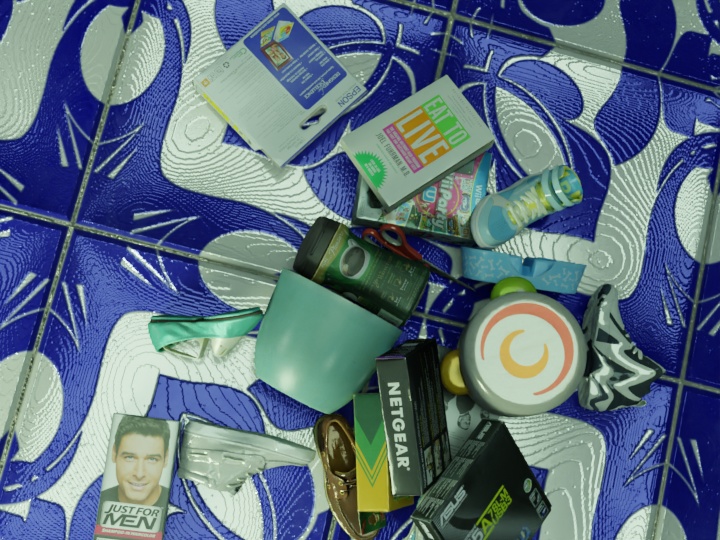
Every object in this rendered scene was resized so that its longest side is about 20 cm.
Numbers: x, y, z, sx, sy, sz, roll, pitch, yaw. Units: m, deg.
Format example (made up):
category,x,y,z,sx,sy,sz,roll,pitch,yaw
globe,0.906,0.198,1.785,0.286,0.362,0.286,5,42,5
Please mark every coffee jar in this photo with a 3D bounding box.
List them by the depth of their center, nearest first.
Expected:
category,x,y,z,sx,sy,sz,roll,pitch,yaw
coffee jar,0.000,0.000,1.705,0.200,0.085,0.104,28,79,-3

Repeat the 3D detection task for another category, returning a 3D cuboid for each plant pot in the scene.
category,x,y,z,sx,sy,sz,roll,pitch,yaw
plant pot,-0.064,0.113,1.630,0.200,0.201,0.161,29,87,-2

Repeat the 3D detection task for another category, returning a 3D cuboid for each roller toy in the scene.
category,x,y,z,sx,sy,sz,roll,pitch,yaw
roller toy,0.237,0.131,1.665,0.182,0.140,0.200,35,80,4

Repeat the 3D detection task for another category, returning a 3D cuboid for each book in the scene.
category,x,y,z,sx,sy,sz,roll,pitch,yaw
book,0.088,-0.198,1.712,0.200,0.048,0.134,-33,81,-11

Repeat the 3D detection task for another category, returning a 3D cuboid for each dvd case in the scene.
category,x,y,z,sx,sy,sz,roll,pitch,yaw
dvd case,0.138,0.225,1.718,0.150,0.025,0.200,19,79,-4

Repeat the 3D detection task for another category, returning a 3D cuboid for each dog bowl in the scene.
category,x,y,z,sx,sy,sz,roll,pitch,yaw
dog bowl,0.252,0.000,1.731,0.200,0.111,0.050,8,93,-6

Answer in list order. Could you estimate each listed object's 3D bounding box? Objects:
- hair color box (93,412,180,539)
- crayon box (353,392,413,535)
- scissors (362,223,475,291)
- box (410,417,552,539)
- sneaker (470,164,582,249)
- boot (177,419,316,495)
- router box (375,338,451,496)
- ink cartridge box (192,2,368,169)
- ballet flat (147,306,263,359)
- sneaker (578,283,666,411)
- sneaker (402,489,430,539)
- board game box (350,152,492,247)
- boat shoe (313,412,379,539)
category,x,y,z,sx,sy,sz,roll,pitch,yaw
hair color box,-0.327,0.315,1.623,0.099,0.061,0.200,8,79,-6
crayon box,0.036,0.279,1.621,0.051,0.127,0.200,-4,83,18
scissors,0.091,-0.013,1.751,0.200,0.073,0.014,36,50,-24
box,0.182,0.353,1.622,0.200,0.047,0.193,-47,123,-30
sneaker,0.263,-0.105,1.700,0.200,0.130,0.080,-39,103,-38
boot,-0.172,0.289,1.650,0.200,0.074,0.096,12,85,3
router box,0.079,0.209,1.605,0.051,0.149,0.200,-6,94,21
ink cartridge box,-0.127,-0.289,1.759,0.198,0.047,0.200,-43,90,-13
ballet flat,-0.226,0.095,1.642,0.200,0.067,0.071,-6,93,26
sneaker,0.420,0.125,1.745,0.129,0.079,0.200,7,80,-8
sneaker,0.098,0.414,1.645,0.077,0.086,0.200,16,87,-6
board game box,0.096,-0.129,1.752,0.200,0.064,0.148,10,79,-7
boat shoe,-0.021,0.311,1.660,0.072,0.068,0.200,-17,84,-10
